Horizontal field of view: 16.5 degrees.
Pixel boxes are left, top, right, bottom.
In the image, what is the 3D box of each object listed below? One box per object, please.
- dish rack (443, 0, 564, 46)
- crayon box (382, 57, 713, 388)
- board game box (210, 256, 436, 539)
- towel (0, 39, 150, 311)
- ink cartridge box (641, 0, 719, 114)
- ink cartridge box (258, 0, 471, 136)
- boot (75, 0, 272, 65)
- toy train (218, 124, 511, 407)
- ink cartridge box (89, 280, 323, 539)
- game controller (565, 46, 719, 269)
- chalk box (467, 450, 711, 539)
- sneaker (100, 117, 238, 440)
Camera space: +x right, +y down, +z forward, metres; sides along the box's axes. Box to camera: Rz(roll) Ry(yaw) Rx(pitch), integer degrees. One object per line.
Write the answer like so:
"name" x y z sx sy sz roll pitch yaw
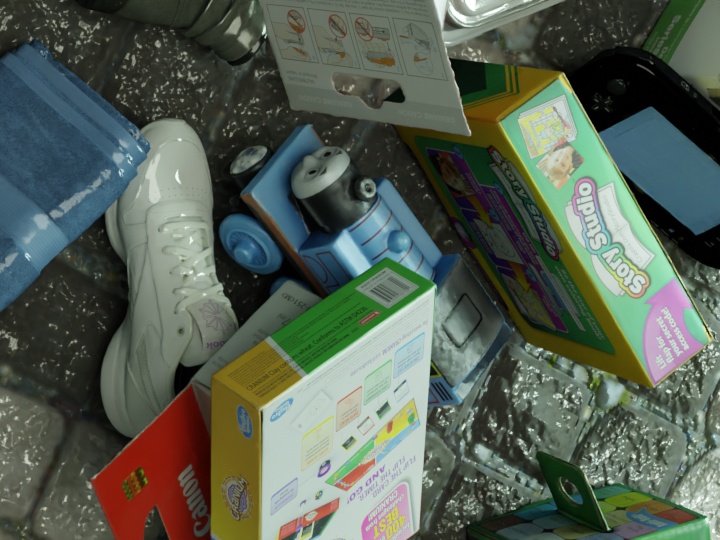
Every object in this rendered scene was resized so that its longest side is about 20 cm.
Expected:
"dish rack" 0.100 -0.246 1.563 0.200 0.043 0.172 -25 106 -37
"crayon box" 0.116 -0.034 1.554 0.058 0.172 0.200 -38 110 -15
"board game box" -0.023 0.111 1.464 0.153 0.040 0.200 -33 141 -37
"towel" -0.225 -0.036 1.452 0.112 0.049 0.200 42 74 9
"ink cartridge box" 0.291 -0.115 1.605 0.146 0.200 0.084 37 80 -23
"ink cartridge box" -0.003 -0.184 1.451 0.050 0.161 0.200 -38 123 -32
"boot" -0.094 -0.234 1.506 0.130 0.068 0.201 14 92 -36
"toy train" 0.000 0.000 1.531 0.200 0.114 0.087 54 52 -21
"ink cartridge box" -0.068 0.128 1.494 0.174 0.043 0.200 -46 148 -24
"game controller" 0.208 -0.071 1.633 0.200 0.104 0.042 38 42 -23
"chalk box" 0.155 0.216 1.631 0.124 0.125 0.201 -13 103 -22
"sneaker" -0.104 0.009 1.500 0.075 0.099 0.201 -7 103 -41
